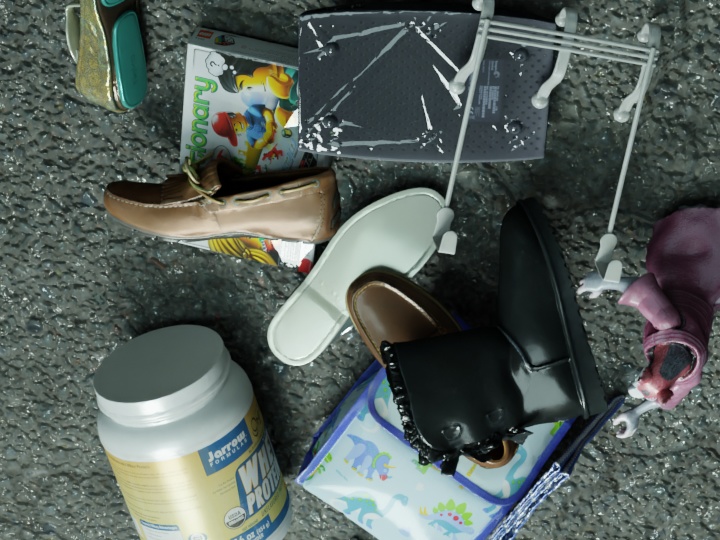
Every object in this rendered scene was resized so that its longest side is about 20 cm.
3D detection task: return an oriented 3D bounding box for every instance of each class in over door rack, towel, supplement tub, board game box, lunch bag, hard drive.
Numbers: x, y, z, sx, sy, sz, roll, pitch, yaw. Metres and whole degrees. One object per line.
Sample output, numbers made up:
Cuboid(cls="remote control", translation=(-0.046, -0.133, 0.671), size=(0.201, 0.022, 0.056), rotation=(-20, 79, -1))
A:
Cuboid(cls="over door rack", translation=(0.139, -0.103, 1.465), size=(0.148, 0.067, 0.200), rotation=(9, 96, -9))
Cuboid(cls="towel", translation=(0.154, 0.204, 1.676), size=(0.024, 0.145, 0.200), rotation=(40, 126, 8))
Cuboid(cls="supplement tub", translation=(-0.154, 0.165, 1.740), size=(0.144, 0.145, 0.200), rotation=(-6, 121, 20))
Cuboid(cls="board game box", translation=(-0.088, -0.099, 1.614), size=(0.126, 0.035, 0.200), rotation=(13, 125, 8))
Cuboid(cls="lunch bag", translation=(0.068, 0.148, 1.684), size=(0.170, 0.127, 0.200), rotation=(37, 109, -5))
Cuboid(cls="hard drive", translation=(0.051, -0.152, 1.514), size=(0.200, 0.042, 0.135), rotation=(2, 123, 0))

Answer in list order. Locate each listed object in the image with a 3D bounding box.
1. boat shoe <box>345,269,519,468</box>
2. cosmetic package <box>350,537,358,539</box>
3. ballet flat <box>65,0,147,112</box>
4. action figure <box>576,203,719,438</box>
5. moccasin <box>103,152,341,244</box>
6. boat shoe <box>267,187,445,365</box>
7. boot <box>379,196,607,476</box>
Cuboid(cls="boat shoe", translation=(0.064, 0.082, 1.584), size=(0.072, 0.068, 0.200), rotation=(-39, 96, 6))
Cuboid(cls="cosmetic package", translation=(0.029, 0.371, 1.881), size=(0.200, 0.052, 0.151), rotation=(34, 128, -7))
Cuboid(cls="ballet flat", translation=(-0.211, -0.223, 1.555), size=(0.071, 0.071, 0.200), rotation=(10, 124, 10))
Cuboid(cls="action figure", translation=(0.257, 0.045, 1.506), size=(0.149, 0.200, 0.134), rotation=(-11, 120, 21))
Cuboid(cls="moccasin", translation=(-0.116, -0.064, 1.580), size=(0.201, 0.074, 0.078), rotation=(4, 114, 19))
Cuboid(cls="boat shoe", translation=(0.000, 0.000, 1.638), size=(0.073, 0.062, 0.200), rotation=(45, 104, 2))
Cuboid(cls="boot", translation=(0.096, 0.054, 1.527), size=(0.162, 0.073, 0.199), rotation=(-16, 83, -1))
